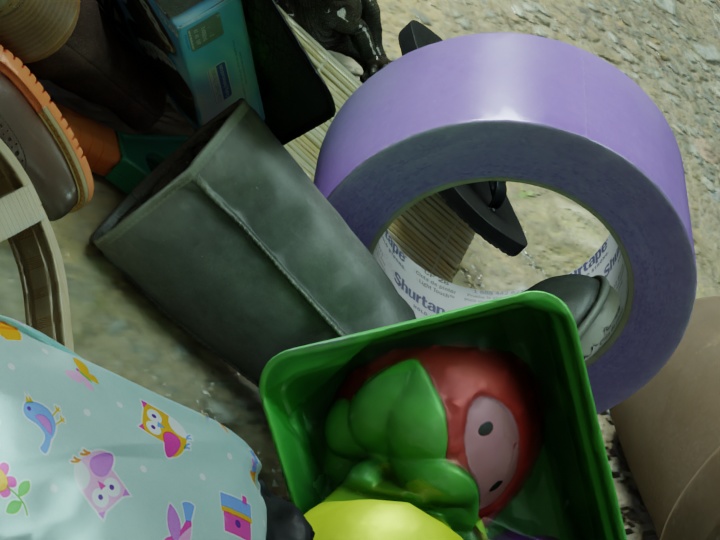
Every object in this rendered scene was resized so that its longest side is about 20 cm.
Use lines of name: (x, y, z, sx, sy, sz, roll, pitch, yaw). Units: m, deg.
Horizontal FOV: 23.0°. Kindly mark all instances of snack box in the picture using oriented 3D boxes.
snack box: (-0.119, -0.162, 0.860, 0.200, 0.037, 0.116, 52, -12, 22)

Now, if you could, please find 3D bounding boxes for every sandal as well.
sandal: (0.065, -0.091, 1.052, 0.075, 0.045, 0.200, 34, 30, -37)

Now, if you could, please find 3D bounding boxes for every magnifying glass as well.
magnifying glass: (-0.107, -0.051, 0.871, 0.200, 0.022, 0.080, 24, 37, -41)

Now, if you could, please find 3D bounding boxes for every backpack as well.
backpack: (-0.110, 0.100, 0.586, 0.200, 0.126, 0.167, 33, 37, -29)

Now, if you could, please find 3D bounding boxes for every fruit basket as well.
fruit basket: (0.033, 0.121, 0.729, 0.216, 0.155, 0.217, -14, 90, -82)

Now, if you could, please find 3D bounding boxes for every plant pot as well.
plant pot: (0.241, 0.112, 1.084, 0.200, 0.200, 0.175, 27, 19, -40)

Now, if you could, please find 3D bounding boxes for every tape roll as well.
tape roll: (0.071, -0.016, 0.918, 0.200, 0.200, 0.085, 41, 31, -23)

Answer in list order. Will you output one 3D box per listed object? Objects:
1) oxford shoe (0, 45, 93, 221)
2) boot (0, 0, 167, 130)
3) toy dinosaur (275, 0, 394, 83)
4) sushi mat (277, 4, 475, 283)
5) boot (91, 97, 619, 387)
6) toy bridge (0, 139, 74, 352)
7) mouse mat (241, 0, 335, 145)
oxford shoe: (-0.197, -0.075, 0.733, 0.200, 0.071, 0.073, 41, 57, -27)
boot: (-0.188, -0.147, 0.820, 0.200, 0.072, 0.166, 42, 0, 25)
toy dinosaur: (-0.020, -0.160, 1.074, 0.200, 0.077, 0.103, -31, 99, -58)
sushi mat: (-0.008, -0.064, 1.011, 0.200, 0.012, 0.096, 41, 55, -23)
boot: (0.001, -0.001, 0.841, 0.200, 0.182, 0.073, 51, -4, -7)
toy bridge: (-0.152, -0.016, 0.698, 0.067, 0.027, 0.201, -38, 107, -60)
mouse mat: (-0.072, -0.133, 0.856, 0.161, 0.008, 0.200, 58, -10, -5)
